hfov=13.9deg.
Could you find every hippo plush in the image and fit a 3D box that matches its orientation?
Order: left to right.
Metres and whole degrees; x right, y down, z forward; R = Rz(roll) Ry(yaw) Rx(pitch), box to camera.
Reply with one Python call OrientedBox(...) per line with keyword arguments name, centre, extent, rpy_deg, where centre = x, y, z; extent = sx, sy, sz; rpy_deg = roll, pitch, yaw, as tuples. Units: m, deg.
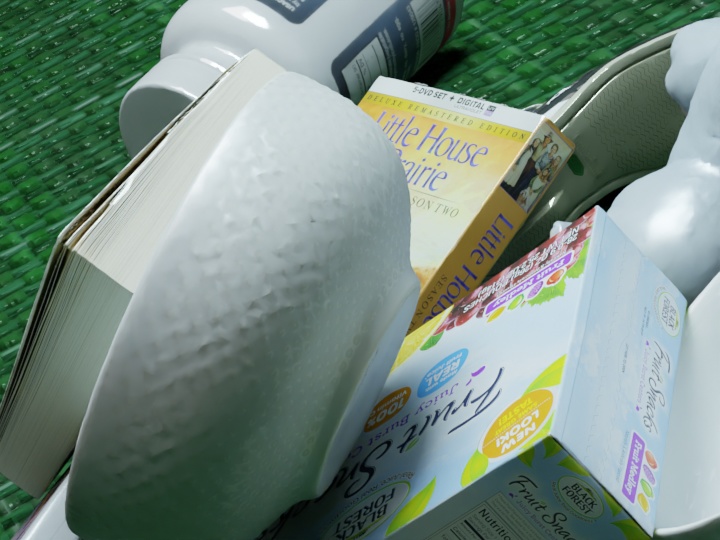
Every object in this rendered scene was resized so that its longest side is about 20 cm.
OrientedBox(name="hippo plush", centre=(0.181, -0.024, 1.298), extent=(0.161, 0.159, 0.200), rpy_deg=(-58, -3, -7))

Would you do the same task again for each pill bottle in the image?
OrientedBox(name="pill bottle", centre=(-0.042, -0.122, 1.665), extent=(0.120, 0.120, 0.200), rpy_deg=(2, 36, 42))

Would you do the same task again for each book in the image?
OrientedBox(name="book", centre=(-0.093, 0.005, 1.277), extent=(0.134, 0.048, 0.200), rpy_deg=(-52, -4, -33))

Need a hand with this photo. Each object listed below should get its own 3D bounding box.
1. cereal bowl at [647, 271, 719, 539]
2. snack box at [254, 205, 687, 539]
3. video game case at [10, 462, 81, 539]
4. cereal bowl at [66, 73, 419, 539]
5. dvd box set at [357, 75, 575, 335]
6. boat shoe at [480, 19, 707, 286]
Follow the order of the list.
OrientedBox(name="cereal bowl", centre=(0.193, 0.049, 1.158), extent=(0.200, 0.083, 0.200), rpy_deg=(-43, 16, 15))
OrientedBox(name="snack box", centre=(0.034, 0.086, 1.211), extent=(0.200, 0.068, 0.169), rpy_deg=(-36, 19, 30))
OrientedBox(name="video game case", centre=(-0.142, 0.123, 1.296), extent=(0.182, 0.024, 0.200), rpy_deg=(-49, 4, 44))
OrientedBox(name="cereal bowl", centre=(-0.034, 0.030, 1.159), extent=(0.083, 0.200, 0.200), rpy_deg=(26, 42, 6))
OrientedBox(name="dvd box set", centre=(0.000, 0.000, 1.431), extent=(0.200, 0.029, 0.146), rpy_deg=(-54, 34, -11))
OrientedBox(name="boat shoe", centre=(0.111, -0.070, 1.494), extent=(0.200, 0.072, 0.068), rpy_deg=(-34, 28, -11))
